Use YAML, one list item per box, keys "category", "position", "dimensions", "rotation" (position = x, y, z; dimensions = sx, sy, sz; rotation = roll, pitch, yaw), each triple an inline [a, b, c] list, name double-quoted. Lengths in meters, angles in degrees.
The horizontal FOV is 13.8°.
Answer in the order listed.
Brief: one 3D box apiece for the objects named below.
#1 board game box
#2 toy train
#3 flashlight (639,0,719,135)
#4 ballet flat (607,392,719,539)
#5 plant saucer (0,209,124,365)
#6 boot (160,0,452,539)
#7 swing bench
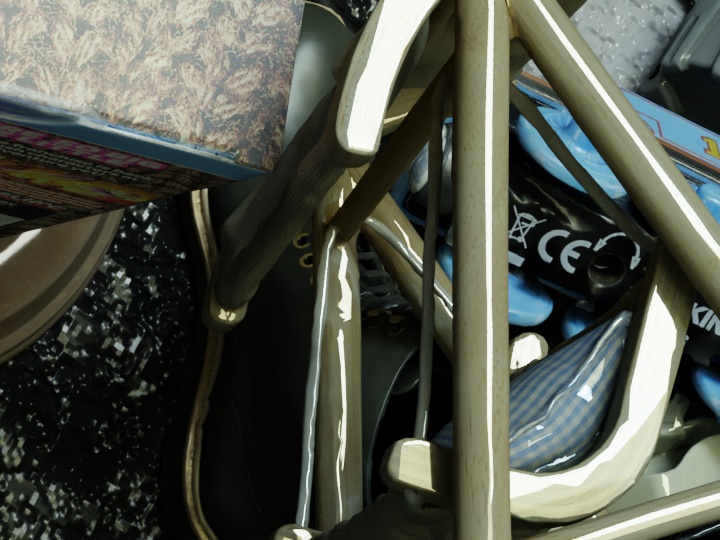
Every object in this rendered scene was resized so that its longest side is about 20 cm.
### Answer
- category: "board game box"
  position: [-0.130, -0.081, 0.865]
  dimensions: [0.159, 0.200, 0.098]
  rotation: [14, 78, -29]
- category: "toy train"
  position: [0.105, -0.013, 1.082]
  dimensions: [0.199, 0.114, 0.087]
  rotation: [24, 116, -14]
- category: "flashlight"
  position: [0.190, -0.133, 1.165]
  dimensions: [0.068, 0.068, 0.200]
  rotation: [34, 64, 1]
- category: "ballet flat"
  position: [0.079, 0.081, 1.080]
  dimensions: [0.199, 0.073, 0.074]
  rotation: [-10, 90, -31]
- category: "plant saucer"
  position: [-0.158, -0.059, 0.979]
  dimensions: [0.199, 0.029, 0.202]
  rotation: [3, 84, -31]
- category: "boot"
  position: [0.000, 0.000, 1.001]
  dimensions: [0.077, 0.138, 0.202]
  rotation: [7, 81, -30]
- category: "swing bench"
  position: [0.036, 0.014, 0.837]
  dimensions: [0.129, 0.199, 0.201]
  rotation: [-15, 79, -16]
